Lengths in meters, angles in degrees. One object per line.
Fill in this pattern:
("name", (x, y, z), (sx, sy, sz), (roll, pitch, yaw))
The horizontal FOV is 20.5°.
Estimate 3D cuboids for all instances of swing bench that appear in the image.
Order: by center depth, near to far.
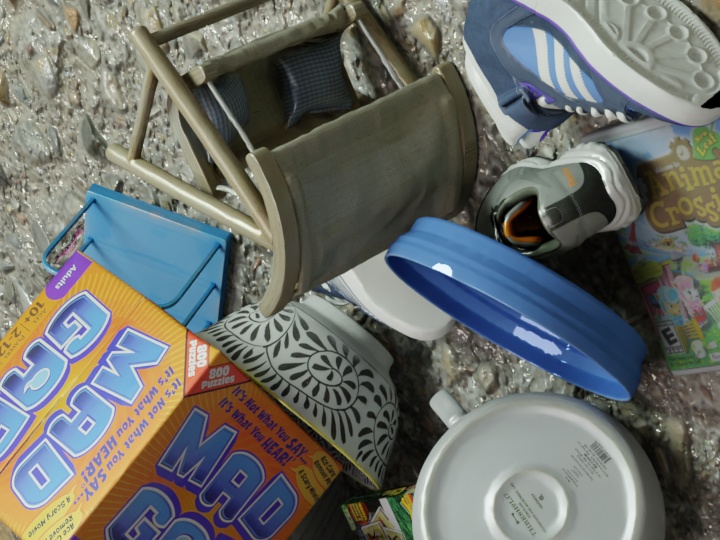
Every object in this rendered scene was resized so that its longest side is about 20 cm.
("swing bench", (-0.043, -0.102, 1.453), (0.200, 0.199, 0.130), (43, 139, 22))

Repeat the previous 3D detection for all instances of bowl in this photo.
("bowl", (0.111, 0.025, 1.395), (0.200, 0.039, 0.201), (30, 172, 4))
("bowl", (-0.035, 0.082, 1.622), (0.201, 0.094, 0.201), (37, 171, 7))

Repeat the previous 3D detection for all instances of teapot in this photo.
("teapot", (0.135, 0.189, 1.477), (0.197, 0.201, 0.146), (3, 162, 15))

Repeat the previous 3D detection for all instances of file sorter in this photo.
("file sorter", (-0.210, 0.053, 1.777), (0.138, 0.123, 0.200), (20, 131, 13))

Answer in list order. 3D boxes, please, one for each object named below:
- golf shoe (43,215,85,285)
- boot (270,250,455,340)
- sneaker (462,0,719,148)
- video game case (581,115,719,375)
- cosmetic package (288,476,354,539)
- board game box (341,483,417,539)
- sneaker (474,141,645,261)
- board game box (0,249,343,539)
("golf shoe", (-0.258, 0.022, 1.905), (0.092, 0.073, 0.200), (29, 139, -1))
("boot", (0.000, 0.000, 1.589), (0.200, 0.073, 0.090), (45, 154, 24))
("sneaker", (0.151, -0.124, 1.322), (0.200, 0.081, 0.147), (39, 146, 22))
("video game case", (0.249, -0.025, 1.306), (0.200, 0.022, 0.182), (-13, 102, 52))
("cosmetic package", (-0.098, 0.287, 1.747), (0.164, 0.165, 0.201), (-6, 111, 18))
("board game box", (0.059, 0.266, 1.576), (0.105, 0.023, 0.200), (-20, 95, 51))
("sneaker", (0.118, -0.039, 1.389), (0.074, 0.079, 0.200), (63, 160, 0))
("board game box", (-0.181, 0.146, 1.576), (0.200, 0.200, 0.200), (31, 169, 42))
